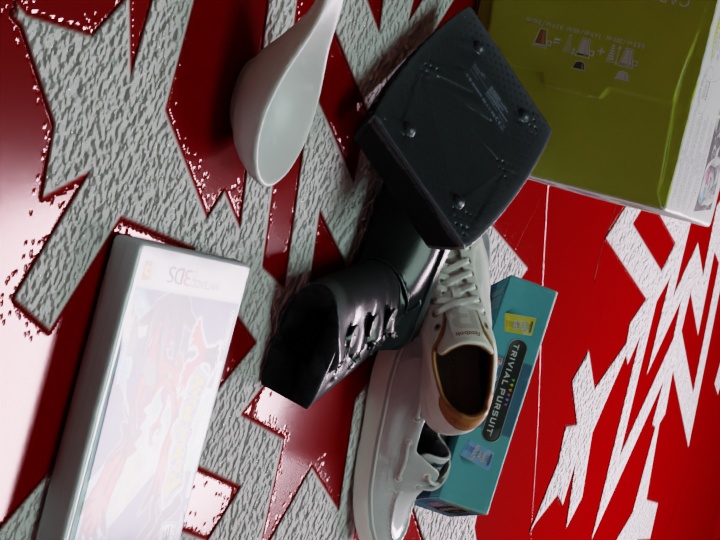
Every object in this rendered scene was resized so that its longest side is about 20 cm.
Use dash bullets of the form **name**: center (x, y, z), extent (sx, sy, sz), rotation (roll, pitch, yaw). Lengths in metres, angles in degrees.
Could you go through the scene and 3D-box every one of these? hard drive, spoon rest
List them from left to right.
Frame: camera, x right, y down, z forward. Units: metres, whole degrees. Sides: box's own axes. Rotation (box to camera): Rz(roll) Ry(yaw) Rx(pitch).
- **spoon rest**: center (-0.044, -0.146, 1.468), extent (0.099, 0.060, 0.200), rotation (-46, 145, -55)
- **hard drive**: center (0.069, -0.105, 1.750), extent (0.135, 0.042, 0.200), rotation (55, 36, -13)

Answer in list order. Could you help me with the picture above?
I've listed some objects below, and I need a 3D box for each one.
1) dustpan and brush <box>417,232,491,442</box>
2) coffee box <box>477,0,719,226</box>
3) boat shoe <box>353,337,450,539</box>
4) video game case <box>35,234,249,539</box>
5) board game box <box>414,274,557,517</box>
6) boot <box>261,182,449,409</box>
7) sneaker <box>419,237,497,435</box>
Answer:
- **dustpan and brush**: center (0.073, 0.066, 1.959), extent (0.140, 0.057, 0.200), rotation (-24, 137, -67)
- **coffee box**: center (0.208, -0.163, 1.958), extent (0.198, 0.199, 0.201), rotation (7, 98, -71)
- **boat shoe**: center (0.042, 0.148, 1.920), extent (0.072, 0.068, 0.201), rotation (-27, 130, -62)
- **video game case**: center (-0.133, 0.083, 1.447), extent (0.182, 0.023, 0.201), rotation (13, 92, -71)
- **board game box**: center (0.105, 0.113, 2.021), extent (0.151, 0.047, 0.200), rotation (144, -36, -79)
- **boot**: center (0.000, 0.001, 1.715), extent (0.200, 0.065, 0.165), rotation (-21, 122, -62)
- **sneaker**: center (0.079, 0.028, 1.833), extent (0.085, 0.073, 0.201), rotation (153, -70, -75)
